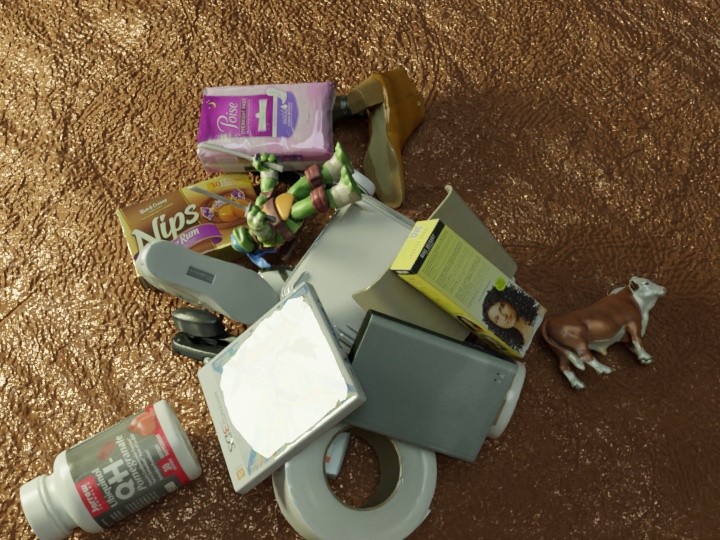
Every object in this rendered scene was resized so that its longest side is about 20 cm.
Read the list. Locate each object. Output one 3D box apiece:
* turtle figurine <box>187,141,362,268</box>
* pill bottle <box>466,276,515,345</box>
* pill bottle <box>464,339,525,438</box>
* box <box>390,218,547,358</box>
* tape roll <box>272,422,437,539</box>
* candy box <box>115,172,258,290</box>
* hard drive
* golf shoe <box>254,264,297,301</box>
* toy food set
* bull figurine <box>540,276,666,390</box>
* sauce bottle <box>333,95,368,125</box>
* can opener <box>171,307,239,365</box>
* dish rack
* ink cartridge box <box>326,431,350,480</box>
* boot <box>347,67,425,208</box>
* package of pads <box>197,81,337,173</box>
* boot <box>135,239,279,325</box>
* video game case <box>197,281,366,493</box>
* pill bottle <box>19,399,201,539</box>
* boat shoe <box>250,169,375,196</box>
[{"bbox_3d":[-0.110,-0.112,0.993,0.193,0.144,0.200,-24,97,8],"label":"turtle figurine"},{"bbox_3d":[0.106,0.015,1.073,0.200,0.114,0.114,27,69,8],"label":"pill bottle"},{"bbox_3d":[0.111,0.139,1.024,0.199,0.111,0.111,22,68,6],"label":"pill bottle"},{"bbox_3d":[0.135,0.024,0.925,0.200,0.050,0.075,36,75,-22],"label":"box"},{"bbox_3d":[-0.007,0.250,0.953,0.202,0.071,0.203,7,69,-19],"label":"tape roll"},{"bbox_3d":[-0.243,-0.062,1.114,0.199,0.056,0.117,-19,70,-12],"label":"candy box"},{"bbox_3d":[0.075,0.143,0.925,0.199,0.033,0.140,20,102,-14],"label":"hard drive"},{"bbox_3d":[-0.071,0.055,1.059,0.199,0.078,0.095,12,57,4],"label":"golf shoe"},{"bbox_3d":[0.098,0.008,0.967,0.144,0.060,0.200,47,70,-19],"label":"toy food set"},{"bbox_3d":[0.358,0.086,1.085,0.199,0.065,0.122,-19,67,-10],"label":"bull figurine"},{"bbox_3d":[-0.084,-0.252,1.198,0.199,0.065,0.065,-5,68,-7],"label":"sauce bottle"},{"bbox_3d":[-0.170,0.109,1.023,0.199,0.079,0.064,16,64,19],"label":"can opener"},{"bbox_3d":[0.000,0.000,1.007,0.171,0.044,0.200,32,81,18],"label":"dish rack"},{"bbox_3d":[-0.083,0.167,1.035,0.162,0.050,0.201,14,71,2],"label":"ink cartridge box"},{"bbox_3d":[0.061,-0.212,1.184,0.144,0.071,0.202,-31,107,-45],"label":"boot"},{"bbox_3d":[-0.134,-0.209,1.106,0.199,0.076,0.121,-1,70,3],"label":"package of pads"},{"bbox_3d":[-0.210,0.017,1.038,0.200,0.096,0.074,29,76,-19],"label":"boot"},{"bbox_3d":[-0.104,0.140,0.927,0.200,0.022,0.183,-39,53,15],"label":"video game case"},{"bbox_3d":[-0.312,0.257,0.951,0.200,0.111,0.111,-27,72,-13],"label":"pill bottle"},{"bbox_3d":[-0.078,-0.138,1.151,0.199,0.070,0.066,23,76,6],"label":"boat shoe"}]
